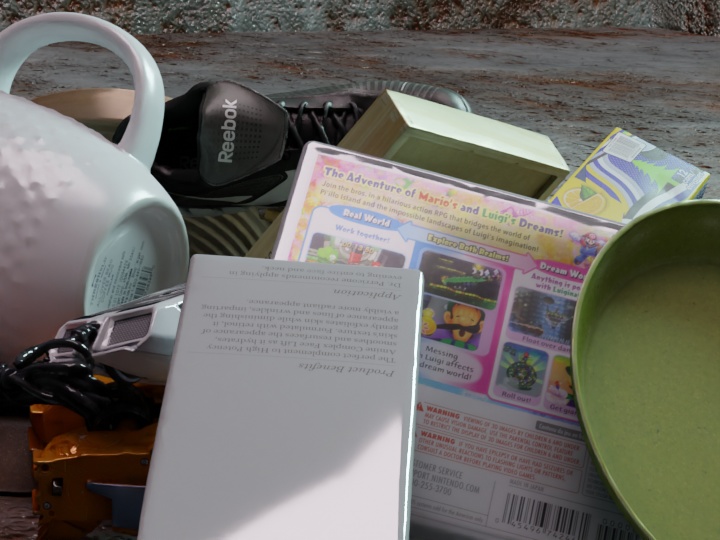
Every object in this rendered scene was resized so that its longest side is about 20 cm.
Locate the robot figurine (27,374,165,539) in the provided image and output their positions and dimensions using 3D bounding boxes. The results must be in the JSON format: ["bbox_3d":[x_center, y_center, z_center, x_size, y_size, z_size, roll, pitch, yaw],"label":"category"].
[{"bbox_3d":[-0.053,0.084,1.057,0.200,0.058,0.145,1,20,-9],"label":"robot figurine"}]

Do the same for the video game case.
[{"bbox_3d":[0.050,0.042,1.016,0.200,0.024,0.182,15,56,0],"label":"video game case"}]

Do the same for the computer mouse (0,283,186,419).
[{"bbox_3d":[-0.095,0.036,1.016,0.110,0.044,0.200,-12,4,40],"label":"computer mouse"}]

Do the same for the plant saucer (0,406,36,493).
[{"bbox_3d":[-0.168,0.071,1.179,0.200,0.035,0.200,2,11,0],"label":"plant saucer"}]

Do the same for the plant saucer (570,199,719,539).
[{"bbox_3d":[0.171,0.064,1.000,0.200,0.200,0.031,-4,-24,-31],"label":"plant saucer"}]

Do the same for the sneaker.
[{"bbox_3d":[-0.042,-0.065,1.182,0.200,0.067,0.090,-5,-11,25],"label":"sneaker"}]

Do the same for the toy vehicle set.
[{"bbox_3d":[0.000,0.000,1.151,0.124,0.200,0.027,13,37,-46],"label":"toy vehicle set"}]

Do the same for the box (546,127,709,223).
[{"bbox_3d":[0.114,0.008,1.242,0.064,0.070,0.200,29,47,18],"label":"box"}]

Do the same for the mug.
[{"bbox_3d":[-0.172,-0.038,1.148,0.175,0.200,0.148,16,-13,28],"label":"mug"}]

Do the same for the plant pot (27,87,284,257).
[{"bbox_3d":[-0.136,-0.009,1.331,0.201,0.201,0.093,7,56,5],"label":"plant pot"}]

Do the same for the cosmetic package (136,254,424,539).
[{"bbox_3d":[-0.028,0.081,0.883,0.102,0.074,0.200,4,38,3],"label":"cosmetic package"}]

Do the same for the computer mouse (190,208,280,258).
[{"bbox_3d":[-0.081,0.012,1.228,0.200,0.140,0.046,19,49,-8],"label":"computer mouse"}]
